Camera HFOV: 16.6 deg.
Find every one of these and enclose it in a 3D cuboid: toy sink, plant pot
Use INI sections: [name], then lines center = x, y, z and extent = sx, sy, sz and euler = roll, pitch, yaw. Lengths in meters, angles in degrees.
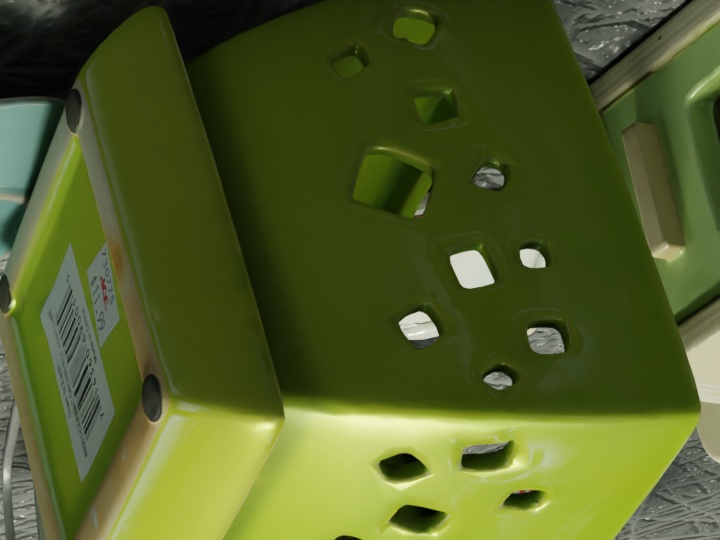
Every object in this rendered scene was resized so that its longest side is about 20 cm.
[toy sink]
center = 0.154, -0.024, 0.960
extent = 0.112, 0.131, 0.200
euler = 9, 148, -35
[plant pot]
center = -0.021, 0.025, 0.884
extent = 0.181, 0.201, 0.199
euler = -2, 146, -26

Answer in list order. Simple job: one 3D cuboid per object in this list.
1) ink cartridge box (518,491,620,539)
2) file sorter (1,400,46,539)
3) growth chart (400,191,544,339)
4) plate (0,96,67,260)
[ink cartridge box]
center = 0.080, 0.207, 1.308
extent = 0.145, 0.201, 0.084
euler = -13, 156, 5
[file sorter]
center = -0.067, 0.118, 1.157
extent = 0.199, 0.125, 0.139
euler = -3, 153, -15
[growth chart]
center = 0.000, 0.000, 1.071
extent = 0.199, 0.018, 0.145
euler = -3, 152, -15
[plate]
center = -0.184, -0.005, 0.905
extent = 0.200, 0.026, 0.200
euler = -26, 169, -5
